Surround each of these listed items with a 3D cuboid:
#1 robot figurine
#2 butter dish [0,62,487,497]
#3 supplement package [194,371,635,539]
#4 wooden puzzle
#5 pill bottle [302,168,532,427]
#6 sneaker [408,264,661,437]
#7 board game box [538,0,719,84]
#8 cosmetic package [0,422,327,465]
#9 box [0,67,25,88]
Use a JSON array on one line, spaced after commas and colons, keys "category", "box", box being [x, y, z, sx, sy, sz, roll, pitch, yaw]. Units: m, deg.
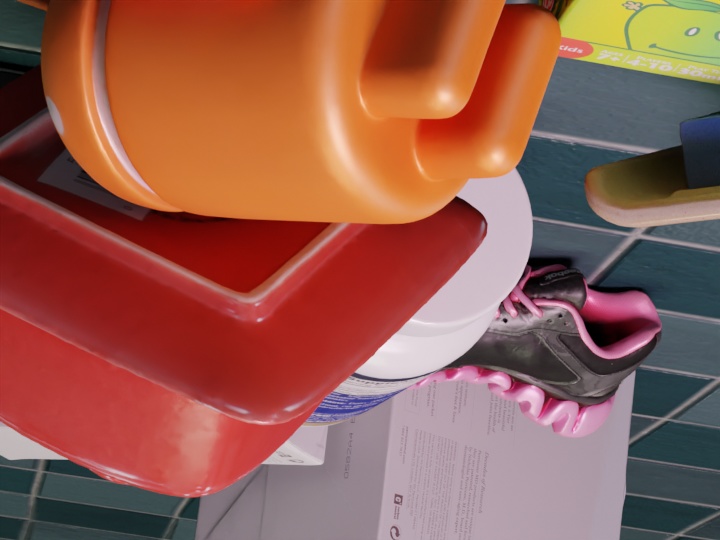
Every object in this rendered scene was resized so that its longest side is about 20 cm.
[{"category": "robot figurine", "box": [-0.029, -0.074, 0.924, 0.200, 0.117, 0.144, 4, -168, 35]}, {"category": "butter dish", "box": [-0.082, 0.020, 1.032, 0.199, 0.200, 0.148, 26, 125, 15]}, {"category": "supplement package", "box": [0.033, 0.109, 1.492, 0.150, 0.152, 0.200, -8, 159, 44]}, {"category": "wooden puzzle", "box": [0.207, -0.051, 0.959, 0.200, 0.046, 0.185, -1, -173, 31]}, {"category": "pill bottle", "box": [0.000, 0.000, 1.190, 0.115, 0.116, 0.200, 11, 163, -16]}, {"category": "sneaker", "box": [0.071, 0.020, 1.348, 0.200, 0.079, 0.095, 16, 140, -31]}, {"category": "board game box", "box": [0.131, -0.116, 0.846, 0.101, 0.048, 0.200, 10, 164, -9]}, {"category": "cosmetic package", "box": [-0.117, 0.043, 1.403, 0.200, 0.113, 0.081, -2, 163, 21]}, {"category": "box", "box": [-0.153, -0.038, 1.239, 0.157, 0.050, 0.200, 10, 164, -8]}]
